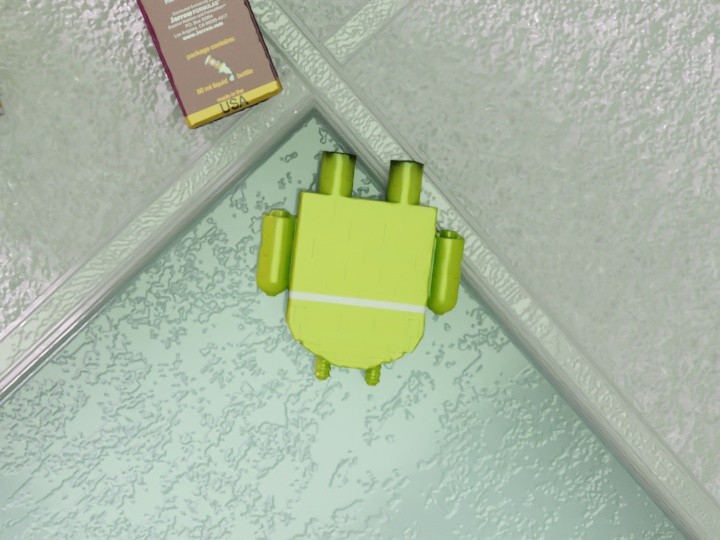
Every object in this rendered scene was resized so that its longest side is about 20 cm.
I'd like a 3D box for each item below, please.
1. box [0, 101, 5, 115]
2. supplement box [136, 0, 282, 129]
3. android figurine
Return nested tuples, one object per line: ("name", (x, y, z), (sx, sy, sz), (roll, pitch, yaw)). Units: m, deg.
("box", (-0.384, -0.199, 1.187), (0.112, 0.101, 0.201), (-24, 98, -3))
("supplement box", (-0.140, -0.224, 1.206), (0.085, 0.110, 0.201), (-22, 97, -3))
("android figurine", (0.000, 0.000, 1.277), (0.180, 0.041, 0.202), (5, 94, -7))
